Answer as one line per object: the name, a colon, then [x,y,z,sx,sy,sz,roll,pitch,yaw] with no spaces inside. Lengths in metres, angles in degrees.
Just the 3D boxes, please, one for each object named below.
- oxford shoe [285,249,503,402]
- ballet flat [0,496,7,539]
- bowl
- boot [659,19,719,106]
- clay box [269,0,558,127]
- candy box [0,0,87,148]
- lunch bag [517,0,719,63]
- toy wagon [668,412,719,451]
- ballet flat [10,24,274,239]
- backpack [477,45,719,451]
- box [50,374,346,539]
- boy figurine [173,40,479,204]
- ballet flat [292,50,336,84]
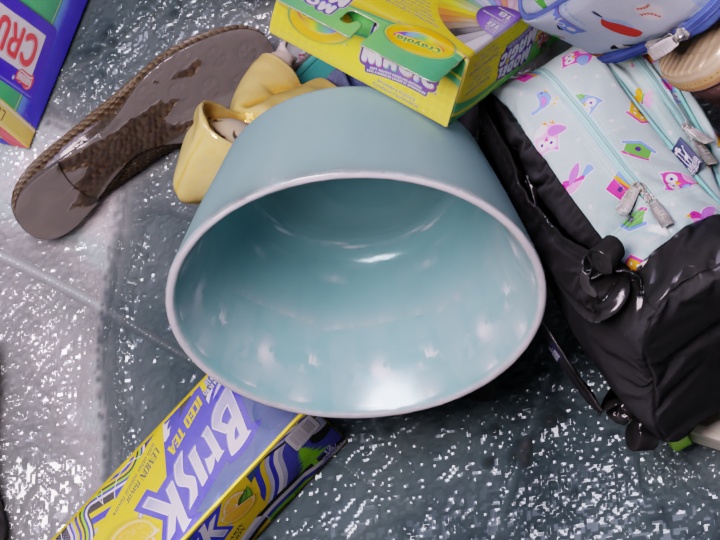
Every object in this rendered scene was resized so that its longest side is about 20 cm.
oxford shoe: [0.000,0.000,1.344,0.199,0.073,0.085,24,70,-1]
ballet flat: [-0.256,0.122,1.420,0.066,0.057,0.202,-14,64,17]
bowl: [-0.002,-0.022,1.226,0.199,0.201,0.106,-14,49,16]
boot: [0.240,-0.094,1.208,0.166,0.200,0.073,34,104,-3]
clay box: [0.038,-0.145,1.232,0.114,0.048,0.200,29,38,18]
candy box: [-0.249,-0.208,1.495,0.077,0.169,0.201,13,74,30]
lunch bag: [0.159,-0.200,1.160,0.160,0.075,0.201,-17,50,66]
toy wagon: [0.215,0.006,1.291,0.154,0.040,0.201,-27,60,9]
ballet flat: [-0.141,-0.093,1.471,0.200,0.067,0.046,-38,27,7]
backpack: [0.143,-0.029,1.236,0.126,0.167,0.201,-22,55,-10]
box: [-0.105,0.141,1.347,0.200,0.064,0.070,-46,60,-3]
boy figurine: [-0.028,-0.088,1.346,0.199,0.065,0.125,-16,55,-33]
ballet flat: [-0.051,-0.063,1.416,0.064,0.075,0.201,-3,56,58]
